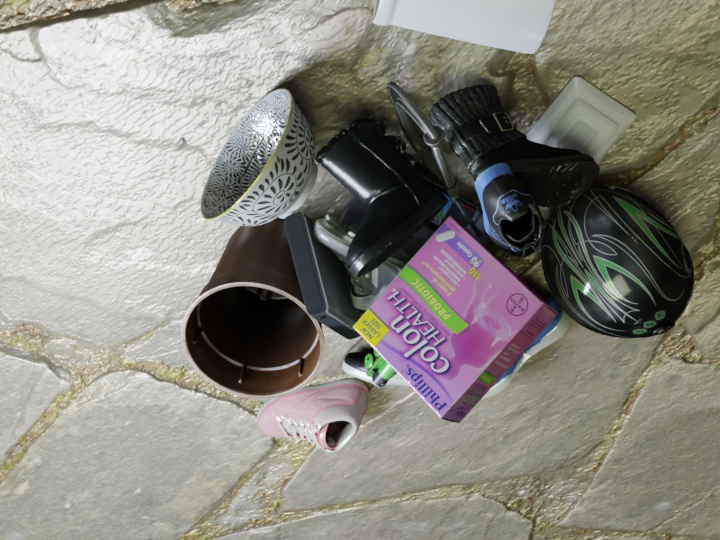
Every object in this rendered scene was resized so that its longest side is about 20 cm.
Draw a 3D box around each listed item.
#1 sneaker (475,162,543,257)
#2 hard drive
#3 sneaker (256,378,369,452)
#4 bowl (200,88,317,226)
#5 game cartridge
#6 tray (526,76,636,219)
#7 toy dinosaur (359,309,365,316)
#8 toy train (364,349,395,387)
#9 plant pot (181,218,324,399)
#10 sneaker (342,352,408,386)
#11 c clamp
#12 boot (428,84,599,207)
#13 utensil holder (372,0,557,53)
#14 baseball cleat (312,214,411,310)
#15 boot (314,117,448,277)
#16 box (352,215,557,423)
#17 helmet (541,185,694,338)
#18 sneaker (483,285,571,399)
[{"bbox_3d":[0.195,-0.053,1.487,0.070,0.078,0.200,-31,149,6],"label":"sneaker"},{"bbox_3d":[-0.048,0.012,1.637,0.032,0.141,0.200,-18,165,9],"label":"hard drive"},{"bbox_3d":[-0.082,0.241,1.887,0.198,0.105,0.076,-17,124,19],"label":"sneaker"},{"bbox_3d":[-0.117,-0.130,1.579,0.094,0.202,0.201,32,123,-25],"label":"bowl"},{"bbox_3d":[0.079,-0.064,1.678,0.198,0.039,0.130,27,111,-13],"label":"game cartridge"},{"bbox_3d":[0.272,-0.158,1.614,0.107,0.022,0.201,30,123,-13],"label":"tray"},{"bbox_3d":[0.027,0.034,1.746,0.102,0.078,0.200,27,129,-28],"label":"toy dinosaur"},{"bbox_3d":[0.066,0.096,1.718,0.041,0.057,0.201,13,130,-30],"label":"toy train"},{"bbox_3d":[-0.138,0.042,1.695,0.197,0.199,0.203,3,125,4],"label":"plant pot"},{"bbox_3d":[0.072,0.116,1.812,0.197,0.073,0.114,9,104,15],"label":"sneaker"},{"bbox_3d":[0.096,-0.155,1.549,0.027,0.171,0.200,-34,145,-2],"label":"c clamp"},{"bbox_3d":[0.203,-0.166,1.559,0.209,0.159,0.080,-1,138,-37],"label":"boot"},{"bbox_3d":[0.127,-0.356,1.406,0.197,0.171,0.172,11,126,-4],"label":"utensil holder"},{"bbox_3d":[0.000,0.000,1.619,0.199,0.070,0.107,25,112,-34],"label":"baseball cleat"},{"bbox_3d":[0.007,-0.101,1.545,0.163,0.198,0.073,46,144,6],"label":"boot"},{"bbox_3d":[0.124,0.065,1.575,0.200,0.097,0.176,-48,68,7],"label":"box"},{"bbox_3d":[0.340,-0.012,1.618,0.189,0.202,0.200,27,126,-33],"label":"helmet"},{"bbox_3d":[0.205,0.100,1.767,0.111,0.077,0.200,36,117,-25],"label":"sneaker"}]
